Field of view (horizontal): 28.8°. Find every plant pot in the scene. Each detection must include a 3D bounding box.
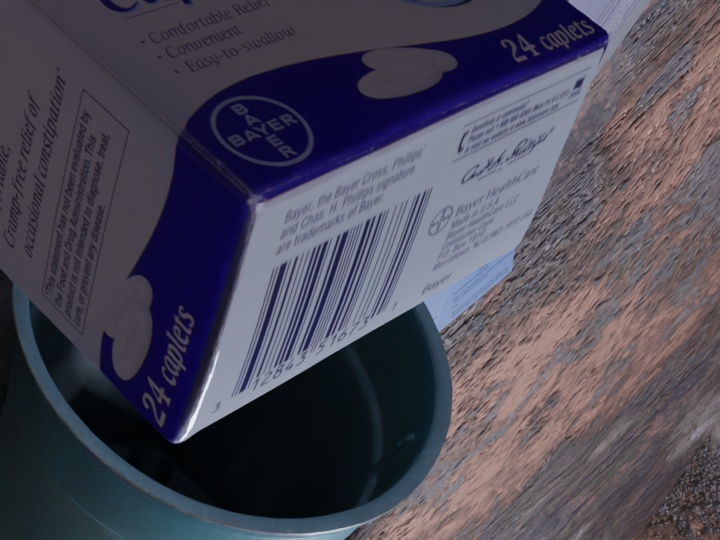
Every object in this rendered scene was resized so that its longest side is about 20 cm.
[{"bbox_3d":[-0.089,0.086,0.660,0.200,0.200,0.197,-25,156,-45],"label":"plant pot"}]

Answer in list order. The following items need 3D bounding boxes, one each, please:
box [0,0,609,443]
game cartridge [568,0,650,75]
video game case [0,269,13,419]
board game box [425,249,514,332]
[{"bbox_3d":[-0.051,-0.073,0.492,0.183,0.200,0.105,-28,149,-42],"label":"box"},{"bbox_3d":[0.173,-0.211,0.924,0.201,0.038,0.129,-56,161,15],"label":"game cartridge"},{"bbox_3d":[-0.200,0.086,0.706,0.182,0.024,0.201,-40,156,-22],"label":"video game case"},{"bbox_3d":[0.040,-0.011,0.778,0.200,0.019,0.104,-35,137,-51],"label":"board game box"}]
